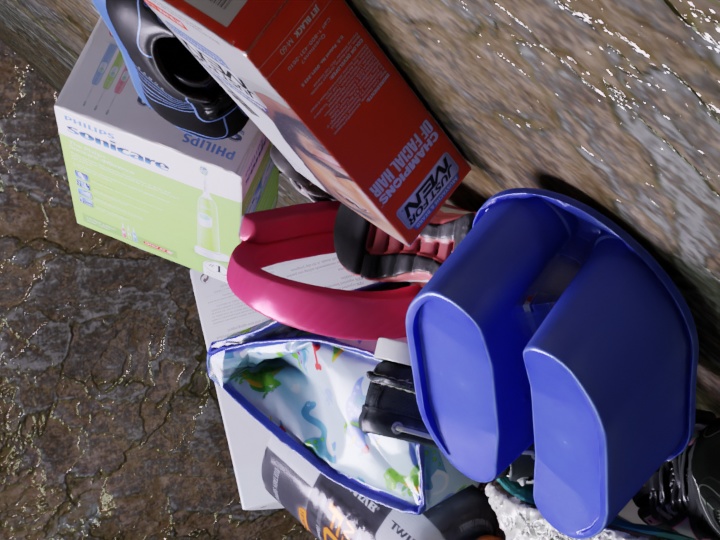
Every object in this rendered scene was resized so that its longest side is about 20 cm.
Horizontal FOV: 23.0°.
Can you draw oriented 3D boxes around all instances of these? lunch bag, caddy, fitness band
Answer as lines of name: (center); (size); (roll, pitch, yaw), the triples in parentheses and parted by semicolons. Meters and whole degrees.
lunch bag: (0.017, 0.068, 1.243); (0.199, 0.129, 0.169); (16, -160, 37)
caddy: (0.107, 0.046, 0.942); (0.141, 0.105, 0.201); (28, 149, 28)
fitness band: (0.000, 0.000, 1.182); (0.143, 0.038, 0.199); (29, -154, 32)

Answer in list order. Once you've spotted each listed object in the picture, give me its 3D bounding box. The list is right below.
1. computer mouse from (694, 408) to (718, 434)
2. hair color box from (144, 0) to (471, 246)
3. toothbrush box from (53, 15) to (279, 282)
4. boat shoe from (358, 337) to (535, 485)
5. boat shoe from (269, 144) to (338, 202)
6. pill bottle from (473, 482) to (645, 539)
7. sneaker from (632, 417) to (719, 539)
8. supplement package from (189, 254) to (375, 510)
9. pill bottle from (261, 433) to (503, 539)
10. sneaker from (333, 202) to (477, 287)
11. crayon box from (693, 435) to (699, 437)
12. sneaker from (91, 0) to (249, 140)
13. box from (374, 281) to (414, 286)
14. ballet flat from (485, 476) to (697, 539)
computer mouse: (0.170, 0.073, 1.105); (0.140, 0.046, 0.200); (13, 172, 34)
hair color box: (-0.030, -0.105, 0.970); (0.111, 0.064, 0.200); (35, 173, 39)
toothbrush box: (-0.140, -0.085, 1.328); (0.145, 0.087, 0.200); (21, 158, 6)
boat shoe: (0.084, 0.099, 1.082); (0.199, 0.061, 0.075); (22, 174, -24)
boat shoe: (-0.036, -0.077, 1.258); (0.067, 0.057, 0.200); (39, 174, 6)
pill bottle: (0.142, 0.195, 1.327); (0.109, 0.110, 0.200); (42, 169, -18)
sneaker: (0.199, 0.133, 1.039); (0.086, 0.081, 0.200); (5, 162, 15)
supplement package: (-0.031, 0.083, 1.471); (0.151, 0.150, 0.202); (29, -133, -76)
pill bottle: (0.026, 0.176, 1.285); (0.200, 0.106, 0.106); (38, 174, 35)
sneaker: (0.076, -0.009, 1.094); (0.086, 0.074, 0.199); (1, -161, -46)
crayon box: (0.285, 0.186, 1.193); (0.126, 0.052, 0.200); (44, 174, -32)
sneaker: (-0.101, -0.123, 1.085); (0.078, 0.070, 0.200); (44, 176, 28)
box: (0.111, 0.063, 1.361); (0.200, 0.060, 0.117); (38, 175, 21)
ballet flat: (0.129, 0.168, 1.058); (0.072, 0.072, 0.200); (42, 169, -21)
